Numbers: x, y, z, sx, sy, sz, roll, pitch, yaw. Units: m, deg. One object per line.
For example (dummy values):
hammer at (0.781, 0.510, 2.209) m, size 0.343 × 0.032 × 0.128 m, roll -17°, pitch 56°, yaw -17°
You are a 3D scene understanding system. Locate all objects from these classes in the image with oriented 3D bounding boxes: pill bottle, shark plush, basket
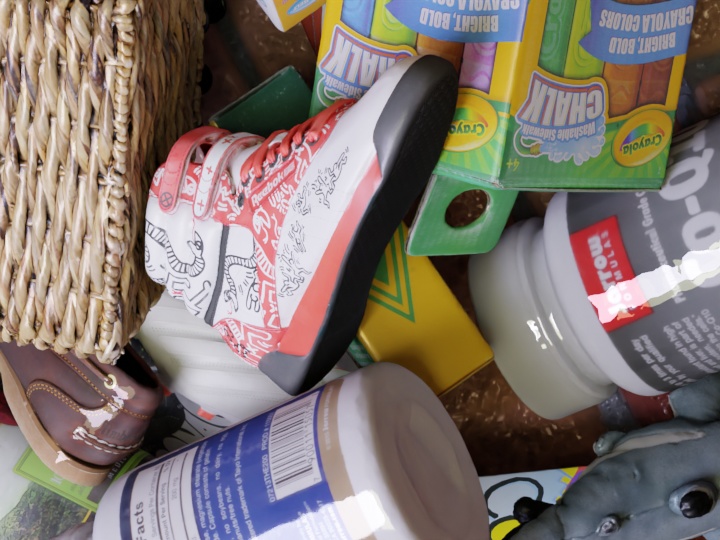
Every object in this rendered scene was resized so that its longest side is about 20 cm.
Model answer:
pill bottle at (-0.051, 0.127, 1.317) m, size 0.200 × 0.111 × 0.111 m, roll -25°, pitch 103°, yaw 23°
pill bottle at (0.159, -0.008, 1.370) m, size 0.200 × 0.114 × 0.114 m, roll -25°, pitch 103°, yaw 23°
shark plush at (0.143, 0.096, 1.355) m, size 0.200 × 0.083 × 0.091 m, roll -4°, pitch 96°, yaw -29°
basket at (-0.158, -0.079, 1.338) m, size 0.149 × 0.143 × 0.200 m, roll 10°, pitch 119°, yaw 9°

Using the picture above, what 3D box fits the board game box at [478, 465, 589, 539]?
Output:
board game box at (0.056, 0.175, 1.464) m, size 0.200 × 0.103 × 0.105 m, roll -8°, pitch 142°, yaw 19°

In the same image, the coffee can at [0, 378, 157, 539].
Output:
coffee can at (-0.192, 0.131, 1.474) m, size 0.200 × 0.146 × 0.146 m, roll 26°, pitch 117°, yaw 5°

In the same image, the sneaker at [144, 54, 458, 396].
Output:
sneaker at (-0.035, -0.040, 1.270) m, size 0.108 × 0.067 × 0.201 m, roll 37°, pitch 136°, yaw 13°

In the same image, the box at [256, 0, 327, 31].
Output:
box at (-0.064, -0.188, 1.289) m, size 0.041 × 0.200 × 0.119 m, roll -35°, pitch 72°, yaw -3°

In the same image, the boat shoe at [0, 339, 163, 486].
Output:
boat shoe at (-0.160, 0.013, 1.441) m, size 0.200 × 0.070 × 0.070 m, roll 52°, pitch 121°, yaw 27°

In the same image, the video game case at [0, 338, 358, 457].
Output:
video game case at (-0.107, 0.060, 1.520) m, size 0.181 × 0.036 × 0.200 m, roll 34°, pitch 117°, yaw 2°

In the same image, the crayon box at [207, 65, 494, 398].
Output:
crayon box at (0.000, 0.000, 1.397) m, size 0.052 × 0.126 × 0.200 m, roll -34°, pitch 92°, yaw -5°

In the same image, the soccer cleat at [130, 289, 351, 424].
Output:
soccer cleat at (-0.037, 0.060, 1.426) m, size 0.200 × 0.069 × 0.078 m, roll 48°, pitch 124°, yaw 10°

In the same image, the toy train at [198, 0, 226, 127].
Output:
toy train at (-0.090, -0.141, 1.432) m, size 0.046 × 0.034 × 0.200 m, roll 18°, pitch 116°, yaw 12°

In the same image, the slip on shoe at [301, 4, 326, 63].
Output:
slip on shoe at (-0.009, -0.149, 1.395) m, size 0.061 × 0.074 × 0.200 m, roll 16°, pitch 129°, yaw 48°

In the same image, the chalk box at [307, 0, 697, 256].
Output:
chalk box at (0.066, -0.101, 1.309) m, size 0.124 × 0.125 × 0.200 m, roll 18°, pitch 104°, yaw 41°
